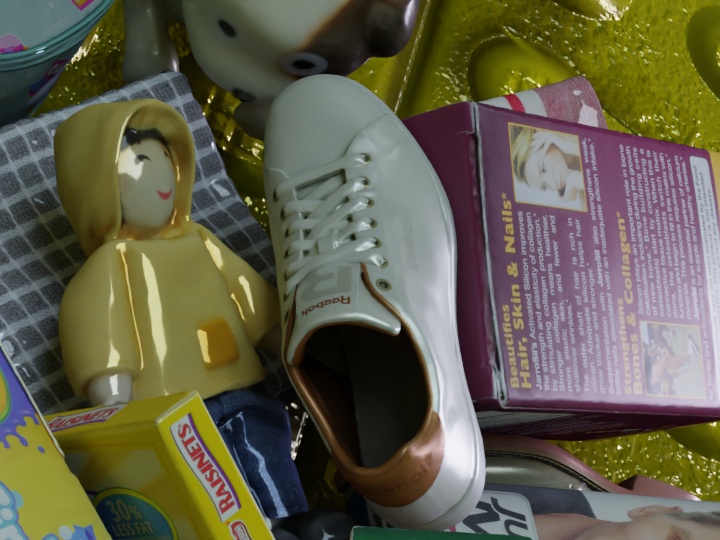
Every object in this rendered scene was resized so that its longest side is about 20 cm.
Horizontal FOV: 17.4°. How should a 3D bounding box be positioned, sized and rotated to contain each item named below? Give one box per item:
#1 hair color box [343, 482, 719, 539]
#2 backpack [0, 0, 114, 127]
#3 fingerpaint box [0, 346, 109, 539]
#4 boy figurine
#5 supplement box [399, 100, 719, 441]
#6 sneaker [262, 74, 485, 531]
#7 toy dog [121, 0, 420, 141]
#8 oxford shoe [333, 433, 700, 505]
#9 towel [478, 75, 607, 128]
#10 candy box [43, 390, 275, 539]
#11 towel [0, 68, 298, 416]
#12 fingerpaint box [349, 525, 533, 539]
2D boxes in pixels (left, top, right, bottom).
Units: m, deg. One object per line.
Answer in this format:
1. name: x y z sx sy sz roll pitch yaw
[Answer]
1. hair color box: 0.092 0.147 0.997 0.199 0.061 0.100 6 46 -18
2. backpack: -0.200 -0.155 1.031 0.200 0.153 0.176 47 39 -5
3. fingerpaint box: -0.153 0.131 0.825 0.073 0.167 0.200 -18 71 -42
4. boy figurine: -0.066 0.026 0.935 0.124 0.064 0.201 -8 75 -47
5. supplement box: 0.079 0.008 1.062 0.200 0.103 0.132 8 75 -49
6. sneaker: 0.000 0.000 0.931 0.085 0.073 0.201 41 29 -63
7. toy dog: -0.030 -0.148 1.092 0.139 0.194 0.200 36 21 -19
8. oxford shoe: 0.080 0.125 1.072 0.199 0.071 0.074 14 58 -24
9. towel: 0.061 -0.010 1.153 0.199 0.023 0.145 -16 89 -39
10. candy box: -0.097 0.101 0.857 0.026 0.200 0.103 -32 102 -36
11. towel: -0.114 0.013 1.008 0.200 0.086 0.166 -27 77 -44
12. fingerpaint box: 0.025 0.221 0.834 0.073 0.167 0.200 3 41 0
